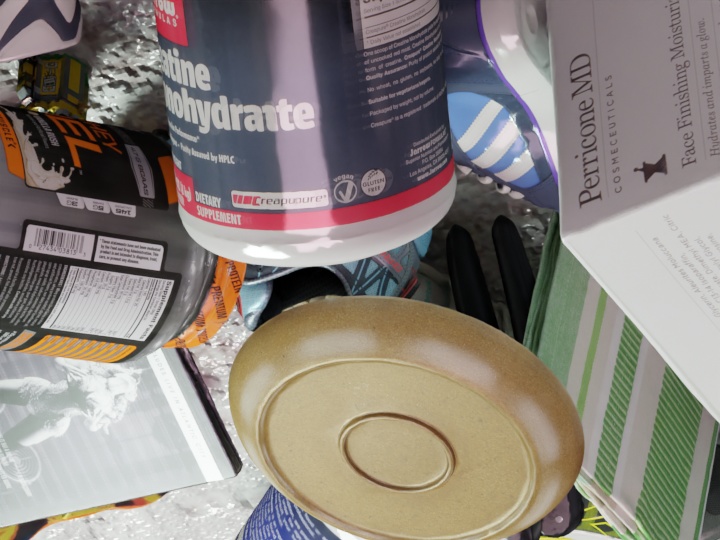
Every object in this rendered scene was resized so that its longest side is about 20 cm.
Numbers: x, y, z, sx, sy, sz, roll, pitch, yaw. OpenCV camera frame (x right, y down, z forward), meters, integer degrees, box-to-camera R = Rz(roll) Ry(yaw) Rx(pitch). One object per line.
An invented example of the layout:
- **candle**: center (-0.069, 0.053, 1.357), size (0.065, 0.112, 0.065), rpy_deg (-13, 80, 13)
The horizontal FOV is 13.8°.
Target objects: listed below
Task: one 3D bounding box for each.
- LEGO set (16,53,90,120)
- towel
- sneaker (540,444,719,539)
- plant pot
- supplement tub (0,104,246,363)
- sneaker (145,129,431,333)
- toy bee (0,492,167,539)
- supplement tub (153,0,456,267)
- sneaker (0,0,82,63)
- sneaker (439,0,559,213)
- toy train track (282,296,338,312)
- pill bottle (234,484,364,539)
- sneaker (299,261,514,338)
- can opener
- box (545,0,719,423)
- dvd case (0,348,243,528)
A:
- **LEGO set**: center (-0.240, -0.068, 1.559), size (0.153, 0.116, 0.200), rpy_deg (-28, 134, 29)
- **towel**: center (0.151, 0.073, 1.714), size (0.023, 0.153, 0.200), rpy_deg (-8, 144, 35)
- **sneaker**: center (0.159, 0.131, 1.839), size (0.199, 0.075, 0.085), rpy_deg (-4, 140, 4)
- **plant pot**: center (0.022, 0.091, 1.612), size (0.199, 0.028, 0.201), rpy_deg (9, 137, 9)
- **supplement tub**: center (-0.163, -0.019, 1.501), size (0.199, 0.123, 0.122), rpy_deg (9, 143, -38)
- **sneaker**: center (-0.063, -0.018, 1.604), size (0.199, 0.096, 0.079), rpy_deg (10, 166, 21)
- **toy bee**: center (-0.200, 0.133, 1.810), size (0.199, 0.110, 0.131), rpy_deg (1, -178, 10)
- **supplement tub**: center (-0.029, -0.115, 1.437), size (0.139, 0.140, 0.201), rpy_deg (-4, 111, 5)
- **sneaker**: center (-0.242, -0.154, 1.454), size (0.198, 0.130, 0.079), rpy_deg (-13, -176, -11)
- **sneaker**: center (0.049, -0.084, 1.584), size (0.146, 0.081, 0.200), rpy_deg (-8, 144, 22)
- **toy train track**: center (0.000, 0.000, 1.663), size (0.114, 0.033, 0.201), rpy_deg (23, 119, -3)
- **pill bottle**: center (0.001, 0.150, 1.829), size (0.115, 0.116, 0.200), rpy_deg (14, 138, -17)
- **sneaker**: center (0.047, 0.038, 1.731), size (0.199, 0.071, 0.080), rpy_deg (7, 137, -8)
- **can opener**: center (0.091, 0.065, 1.690), size (0.063, 0.079, 0.201), rpy_deg (-8, 104, 0)
- **box**: center (0.197, -0.058, 1.512), size (0.130, 0.200, 0.200), rpy_deg (-22, 136, 24)
- **dvd case**: center (-0.181, 0.071, 1.697), size (0.199, 0.016, 0.149), rpy_deg (-14, 112, 27)
